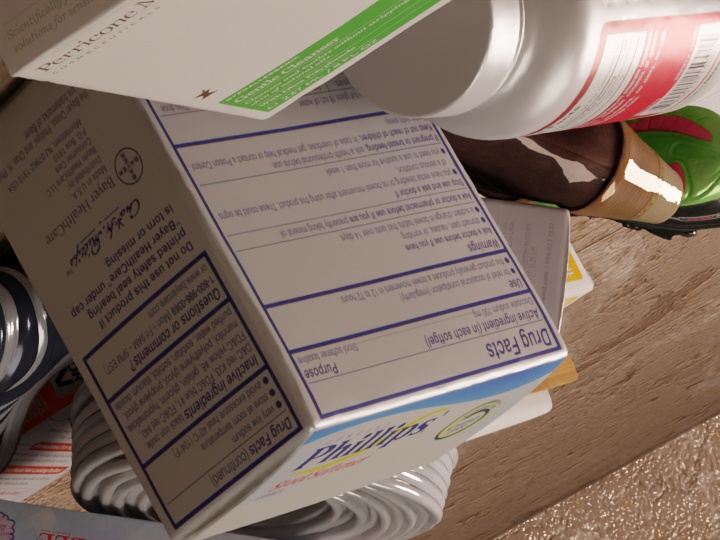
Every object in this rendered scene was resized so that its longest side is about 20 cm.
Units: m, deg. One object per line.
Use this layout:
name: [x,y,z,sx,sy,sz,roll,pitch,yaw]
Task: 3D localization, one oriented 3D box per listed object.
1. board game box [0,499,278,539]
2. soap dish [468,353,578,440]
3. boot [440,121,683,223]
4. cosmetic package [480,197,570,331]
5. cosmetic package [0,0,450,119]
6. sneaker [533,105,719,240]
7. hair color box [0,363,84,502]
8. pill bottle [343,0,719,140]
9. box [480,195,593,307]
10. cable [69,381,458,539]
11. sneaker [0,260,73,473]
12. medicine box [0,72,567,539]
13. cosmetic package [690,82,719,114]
board game box: [-0.143,0.173,1.455,0.199,0.041,0.200,9,160,-14]
soap dish: [0.016,0.056,1.661,0.157,0.081,0.200,7,-170,36]
boot: [0.051,-0.082,1.348,0.166,0.200,0.072,22,91,-36]
cosmetic package: [0.000,0.000,1.334,0.200,0.074,0.102,6,168,2]
cosmetic package: [-0.054,-0.120,0.962,0.108,0.085,0.200,-31,168,21]
sneaker: [0.139,-0.047,1.437,0.200,0.084,0.077,15,-105,55]
hair color box: [-0.203,0.088,1.484,0.200,0.064,0.111,-31,165,15]
pill bottle: [0.079,-0.117,1.193,0.112,0.112,0.200,-38,164,34]
box: [0.019,-0.002,1.497,0.101,0.113,0.200,-36,164,35]
cable: [-0.050,0.097,1.387,0.200,0.069,0.200,1,158,5]
sneaker: [-0.209,0.060,1.345,0.108,0.070,0.200,-20,158,-53]
medicine box: [-0.039,-0.007,1.163,0.182,0.200,0.103,-13,159,-50]
cosmetic package: [0.184,-0.116,1.509,0.101,0.071,0.200,-27,167,-7]
